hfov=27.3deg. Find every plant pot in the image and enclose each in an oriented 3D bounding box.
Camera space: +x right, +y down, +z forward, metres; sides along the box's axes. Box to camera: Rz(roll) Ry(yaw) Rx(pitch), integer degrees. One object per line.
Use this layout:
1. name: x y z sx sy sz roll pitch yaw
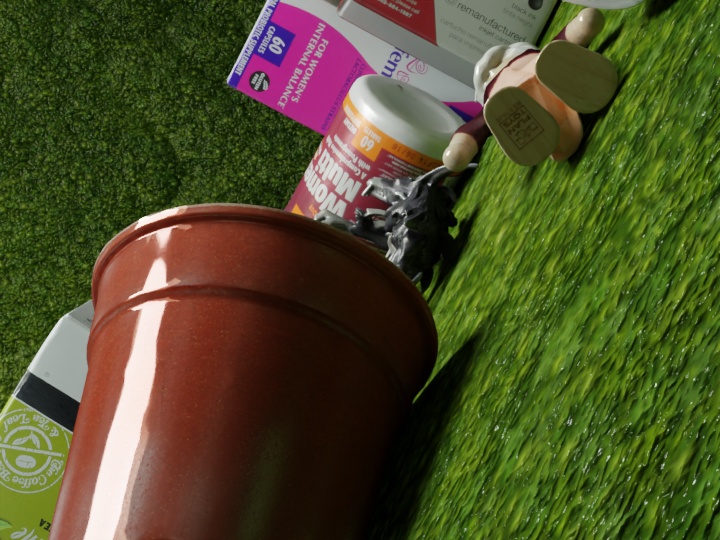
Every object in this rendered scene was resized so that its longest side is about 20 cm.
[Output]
1. plant pot: -0.071 0.104 0.779 0.201 0.200 0.195 124 163 -49

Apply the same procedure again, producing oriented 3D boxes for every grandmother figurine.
1. grandmother figurine: 0.096 -0.100 0.855 0.121 0.061 0.200 -34 8 9

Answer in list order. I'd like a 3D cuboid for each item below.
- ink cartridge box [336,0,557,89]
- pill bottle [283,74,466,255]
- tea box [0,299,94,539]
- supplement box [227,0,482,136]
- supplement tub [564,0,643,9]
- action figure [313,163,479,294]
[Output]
1. ink cartridge box: 0.092 -0.257 1.141 0.200 0.147 0.083 -64 7 -4
2. pill bottle: 0.000 -0.044 1.169 0.200 0.109 0.110 -60 6 23
3. tea box: -0.176 0.157 1.111 0.197 0.200 0.134 -59 2 4
4. supplement box: 0.002 -0.161 1.240 0.101 0.200 0.103 -62 7 15
5. supplement tub: 0.132 -0.250 0.748 0.200 0.145 0.145 -63 5 -8
6. action figure: 0.000 0.000 1.011 0.200 0.102 0.119 -63 -6 11
